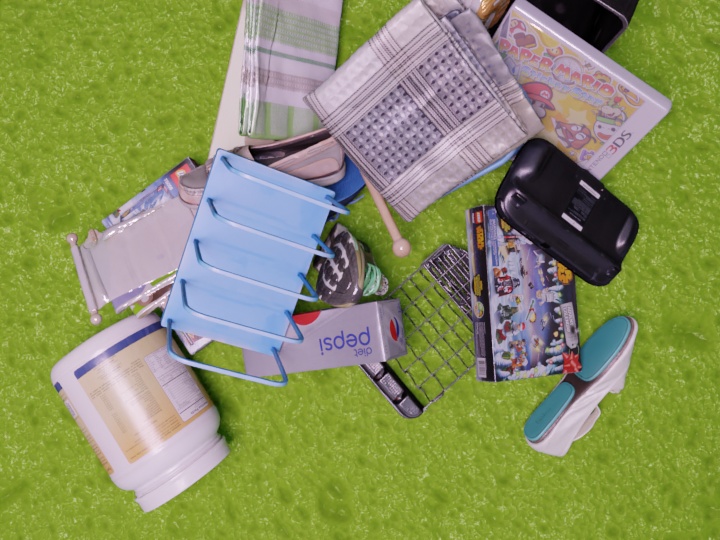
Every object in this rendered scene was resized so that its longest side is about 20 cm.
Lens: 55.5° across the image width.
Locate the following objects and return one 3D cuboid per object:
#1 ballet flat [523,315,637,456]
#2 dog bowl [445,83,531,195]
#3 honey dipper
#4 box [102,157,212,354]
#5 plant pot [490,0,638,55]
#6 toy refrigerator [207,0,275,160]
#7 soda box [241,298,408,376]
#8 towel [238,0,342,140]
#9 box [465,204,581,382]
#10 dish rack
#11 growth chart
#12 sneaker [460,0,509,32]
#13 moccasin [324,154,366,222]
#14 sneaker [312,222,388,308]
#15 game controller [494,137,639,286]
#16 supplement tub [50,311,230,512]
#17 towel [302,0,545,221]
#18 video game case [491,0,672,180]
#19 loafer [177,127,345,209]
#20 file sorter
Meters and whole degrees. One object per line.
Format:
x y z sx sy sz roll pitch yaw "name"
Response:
0.283 0.147 0.848 0.069 0.069 0.201 37 96 1 "ballet flat"
0.105 -0.149 0.803 0.198 0.050 0.112 -26 105 30 "dog bowl"
0.010 -0.105 0.816 0.038 0.038 0.202 -24 76 3 "honey dipper"
-0.209 -0.018 0.860 0.136 0.040 0.201 -34 90 2 "box"
0.218 -0.349 0.776 0.198 0.200 0.179 34 79 1 "plant pot"
-0.129 -0.217 0.848 0.075 0.070 0.203 12 92 -5 "toy refrigerator"
-0.047 0.081 0.812 0.197 0.063 0.070 -11 86 29 "soda box"
-0.074 -0.253 0.800 0.030 0.148 0.204 14 104 40 "towel"
0.196 0.025 0.817 0.135 0.040 0.204 -2 86 -28 "box"
0.086 0.073 0.854 0.200 0.055 0.154 -41 91 1 "dish rack"
-0.239 -0.015 0.796 0.197 0.018 0.146 -20 67 -2 "growth chart"
0.103 -0.281 0.780 0.076 0.200 0.088 -42 84 -20 "sneaker"
-0.072 -0.083 0.841 0.199 0.068 0.081 -32 75 -22 "moccasin"
0.000 0.000 0.791 0.088 0.200 0.078 27 103 -13 "sneaker"
0.246 -0.065 0.802 0.199 0.042 0.105 32 79 -23 "game controller"
-0.259 0.167 0.822 0.143 0.144 0.202 -32 90 2 "supplement tub"
0.068 -0.170 0.730 0.199 0.035 0.193 -34 109 23 "towel"
0.218 -0.185 0.788 0.199 0.182 0.023 35 58 2 "video game case"
-0.112 -0.123 0.776 0.197 0.063 0.072 -13 49 -15 "loafer"
-0.109 -0.002 0.709 0.137 0.123 0.203 17 99 -21 "file sorter"
